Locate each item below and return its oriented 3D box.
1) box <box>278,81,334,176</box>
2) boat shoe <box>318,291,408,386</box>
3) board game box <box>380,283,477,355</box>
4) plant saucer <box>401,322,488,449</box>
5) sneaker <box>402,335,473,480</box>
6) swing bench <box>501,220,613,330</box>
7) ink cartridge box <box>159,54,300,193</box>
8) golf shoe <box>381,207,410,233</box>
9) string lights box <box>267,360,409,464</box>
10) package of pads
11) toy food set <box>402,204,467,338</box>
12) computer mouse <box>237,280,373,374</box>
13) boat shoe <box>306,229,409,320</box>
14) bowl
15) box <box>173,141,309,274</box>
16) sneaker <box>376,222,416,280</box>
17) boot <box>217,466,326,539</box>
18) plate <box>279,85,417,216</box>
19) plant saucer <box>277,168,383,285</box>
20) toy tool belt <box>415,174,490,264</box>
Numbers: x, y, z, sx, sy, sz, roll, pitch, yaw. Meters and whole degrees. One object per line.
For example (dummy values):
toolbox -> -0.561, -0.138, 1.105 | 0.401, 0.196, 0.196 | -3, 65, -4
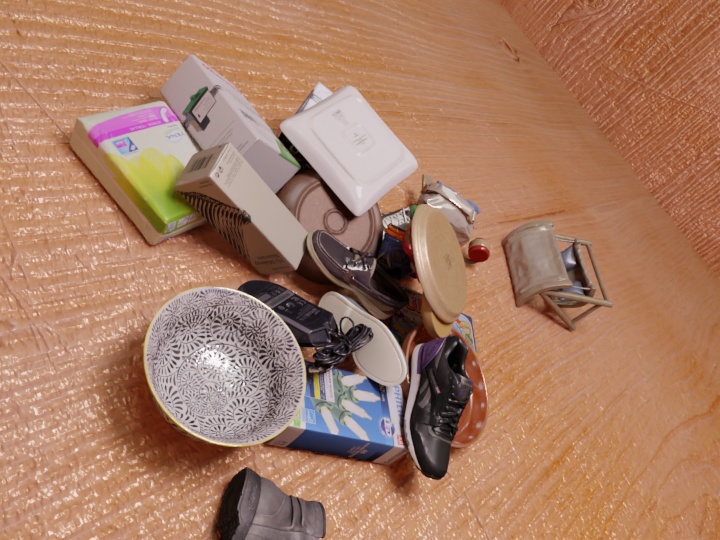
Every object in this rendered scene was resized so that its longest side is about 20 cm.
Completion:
box -> -0.044, -0.219, 1.073 | 0.199, 0.115, 0.133 | 36, 66, -13
boat shoe -> 0.012, 0.101, 0.877 | 0.061, 0.073, 0.200 | 23, 13, -50
board game box -> 0.122, 0.112, 1.034 | 0.198, 0.034, 0.137 | 24, 43, -26
plant saucer -> 0.132, 0.181, 0.928 | 0.199, 0.032, 0.203 | 25, 52, -35
sneaker -> 0.115, 0.184, 0.817 | 0.075, 0.087, 0.203 | 27, 51, -33
swing bench -> 0.453, 0.002, 1.358 | 0.198, 0.130, 0.201 | 23, 44, -25
ink cartridge box -> -0.207, -0.226, 0.933 | 0.201, 0.084, 0.146 | 51, 11, 19
golf shoe -> 0.056, -0.088, 1.109 | 0.198, 0.088, 0.078 | -12, 66, -46
string lights box -> -0.029, 0.195, 0.801 | 0.198, 0.059, 0.104 | 20, 43, -30
package of pads -> -0.295, -0.148, 0.853 | 0.201, 0.068, 0.154 | 50, 40, 4
toy food set -> 0.122, -0.008, 0.940 | 0.202, 0.048, 0.199 | 63, 30, -22
computer mouse -> -0.093, 0.080, 0.815 | 0.198, 0.053, 0.138 | 28, 25, 19
boat shoe -> 0.000, 0.000, 0.910 | 0.200, 0.064, 0.072 | 44, 37, -25
bowl -> -0.173, 0.129, 0.699 | 0.199, 0.094, 0.203 | 23, 45, -25
box -> -0.164, -0.082, 0.836 | 0.200, 0.081, 0.069 | 50, 47, -37
sneaker -> 0.069, -0.019, 1.039 | 0.075, 0.079, 0.200 | 31, -4, 25
boot -> -0.099, 0.324, 0.622 | 0.131, 0.070, 0.202 | 36, 43, -21
plate -> -0.008, -0.217, 0.992 | 0.200, 0.032, 0.199 | 49, 52, 0
plant saucer -> -0.046, -0.078, 0.966 | 0.197, 0.037, 0.204 | 3, 82, -21
toy tool belt -> 0.202, -0.117, 1.240 | 0.199, 0.125, 0.124 | 32, 48, -18
